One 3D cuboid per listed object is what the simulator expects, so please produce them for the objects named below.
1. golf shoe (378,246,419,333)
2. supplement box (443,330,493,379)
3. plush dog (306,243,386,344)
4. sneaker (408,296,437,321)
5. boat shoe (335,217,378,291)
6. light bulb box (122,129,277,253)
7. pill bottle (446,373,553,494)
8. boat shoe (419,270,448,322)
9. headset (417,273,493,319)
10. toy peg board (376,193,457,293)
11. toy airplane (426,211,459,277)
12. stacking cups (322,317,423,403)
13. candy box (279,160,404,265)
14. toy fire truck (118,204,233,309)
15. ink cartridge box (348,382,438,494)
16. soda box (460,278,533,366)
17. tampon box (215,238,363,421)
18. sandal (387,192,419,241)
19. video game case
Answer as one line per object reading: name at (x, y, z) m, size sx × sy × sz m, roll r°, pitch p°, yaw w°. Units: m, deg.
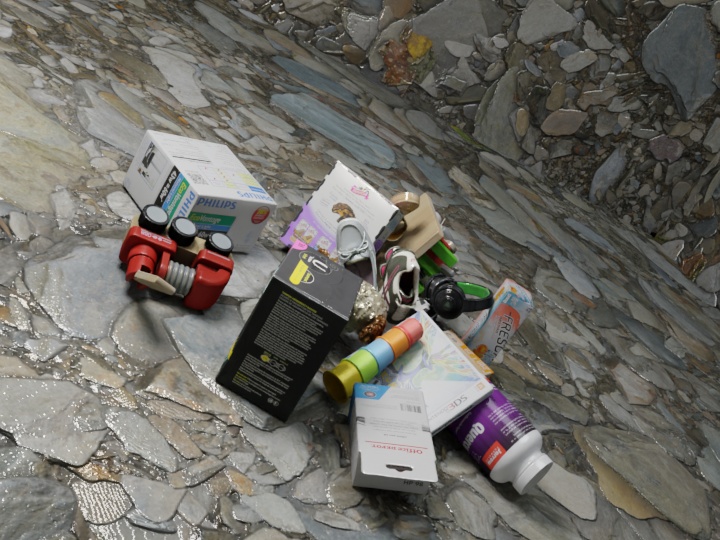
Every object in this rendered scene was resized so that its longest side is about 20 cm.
golf shoe at (0.063, 0.060, 1.435) m, size 0.076 × 0.203 × 0.088 m, roll 2°, pitch 19°, yaw -19°
supplement box at (0.144, 0.186, 1.453) m, size 0.126 × 0.074 × 0.199 m, roll 44°, pitch 26°, yaw 26°
plush dog at (-0.031, 0.050, 1.377) m, size 0.170 × 0.162 × 0.201 m, roll 19°, pitch 26°, yaw -22°
sneaker at (0.084, 0.091, 1.585) m, size 0.079 × 0.075 × 0.199 m, roll 27°, pitch 15°, yaw 26°
boat shoe at (-0.001, 0.001, 1.497) m, size 0.073 × 0.205 × 0.065 m, roll -10°, pitch 9°, yaw -3°
light bulb box at (-0.299, -0.143, 1.458) m, size 0.197 × 0.126 × 0.200 m, roll 2°, pitch 39°, yaw -51°
pill bottle at (0.230, 0.279, 1.335) m, size 0.112 × 0.113 × 0.200 m, roll -1°, pitch 40°, yaw -52°
boat shoe at (0.151, 0.039, 1.734) m, size 0.071 × 0.063 × 0.200 m, roll -15°, pitch 36°, yaw -16°
headset at (0.166, 0.037, 1.549) m, size 0.197 × 0.096 × 0.124 m, roll -1°, pitch 17°, yaw -11°
toy peg board at (0.111, -0.035, 1.712) m, size 0.098 × 0.199 × 0.200 m, roll 43°, pitch 17°, yaw -23°
toy airplane at (0.163, -0.070, 1.873) m, size 0.198 × 0.143 × 0.199 m, roll 24°, pitch -7°, yaw 25°
stacking cups at (0.025, 0.138, 1.298) m, size 0.060 × 0.061 × 0.199 m, roll 41°, pitch 54°, yaw 19°
candy box at (-0.036, -0.088, 1.580) m, size 0.167 × 0.201 × 0.071 m, roll 39°, pitch 4°, yaw 15°
toy fire truck at (-0.287, 0.004, 1.221) m, size 0.174 × 0.129 × 0.202 m, roll 23°, pitch 37°, yaw -22°
ink cartridge box at (0.044, 0.259, 1.158) m, size 0.114 × 0.068 × 0.201 m, roll 9°, pitch 29°, yaw -7°
soda box at (0.266, 0.119, 1.576) m, size 0.063 × 0.201 × 0.069 m, roll 30°, pitch 24°, yaw -6°
tampon box at (-0.104, 0.086, 1.171) m, size 0.125 × 0.201 × 0.150 m, roll 30°, pitch 23°, yaw -4°
sandal at (0.067, -0.099, 1.661) m, size 0.076 × 0.212 × 0.071 m, roll 9°, pitch 73°, yaw -16°
video game case at (0.094, 0.181, 1.328) m, size 0.181 × 0.022 × 0.200 m, roll -30°, pitch 56°, yaw -19°
